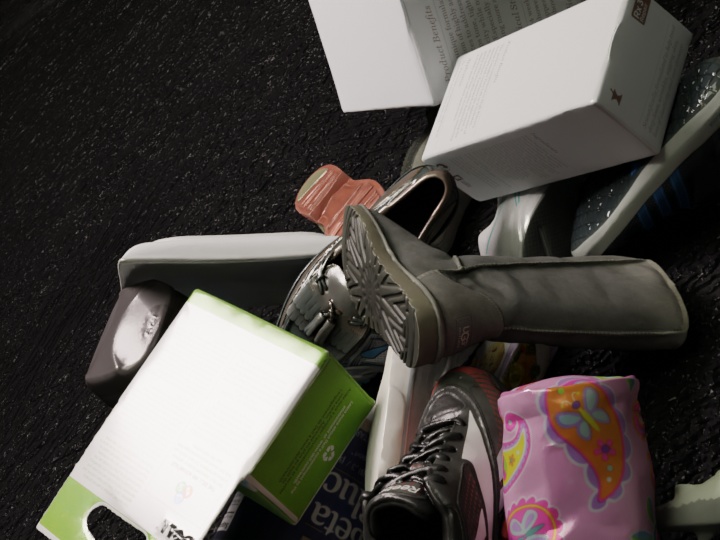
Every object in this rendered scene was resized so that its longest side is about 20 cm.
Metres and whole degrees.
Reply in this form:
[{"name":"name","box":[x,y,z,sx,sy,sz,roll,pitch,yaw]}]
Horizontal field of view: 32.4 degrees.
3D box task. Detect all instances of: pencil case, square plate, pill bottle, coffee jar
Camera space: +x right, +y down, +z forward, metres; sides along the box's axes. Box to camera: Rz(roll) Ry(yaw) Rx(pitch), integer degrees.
[{"name":"pencil case","box":[0.126,0.159,0.673,0.087,0.087,0.204,-17,75,39]},{"name":"square plate","box":[-0.105,0.001,1.043,0.200,0.195,0.029,131,135,-74]},{"name":"pill bottle","box":[-0.045,0.193,0.896,0.110,0.111,0.202,-1,55,49]},{"name":"coffee jar","box":[-0.128,0.099,1.011,0.085,0.200,0.105,-17,45,39]}]

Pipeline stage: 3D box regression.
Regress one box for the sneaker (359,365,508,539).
[{"name":"sneaker","box":[0.048,0.128,0.718,0.070,0.098,0.203,-24,39,34]}]

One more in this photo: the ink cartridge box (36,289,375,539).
[{"name":"ink cartridge box","box":[-0.108,0.132,0.853,0.147,0.076,0.201,21,71,41]}]

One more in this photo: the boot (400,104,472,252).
[{"name":"boot","box":[0.111,-0.109,1.072,0.129,0.068,0.202,-12,48,36]}]

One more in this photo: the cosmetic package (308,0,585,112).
[{"name":"cosmetic package","box":[0.076,-0.251,1.077,0.198,0.170,0.166,-25,15,-24]}]

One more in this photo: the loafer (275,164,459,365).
[{"name":"loafer","box":[0.000,0.000,0.927,0.201,0.072,0.063,-52,-2,-2]}]

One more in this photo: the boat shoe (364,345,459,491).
[{"name":"boat shoe","box":[0.048,0.085,0.867,0.201,0.067,0.073,-75,1,-50]}]

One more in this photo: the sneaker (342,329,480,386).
[{"name":"sneaker","box":[0.018,0.044,0.999,0.198,0.086,0.078,-18,44,40]}]

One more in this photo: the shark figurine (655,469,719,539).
[{"name":"shark figurine","box":[0.233,0.126,0.671,0.213,0.090,0.128,-31,2,13]}]

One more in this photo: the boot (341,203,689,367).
[{"name":"boot","box":[0.099,0.004,0.851,0.197,0.074,0.182,-9,37,-19]}]

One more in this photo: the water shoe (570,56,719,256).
[{"name":"water shoe","box":[0.223,-0.060,0.880,0.201,0.078,0.072,-53,16,46]}]

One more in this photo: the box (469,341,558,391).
[{"name":"box","box":[0.086,0.109,0.893,0.041,0.039,0.202,6,61,55]}]

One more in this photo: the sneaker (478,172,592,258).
[{"name":"sneaker","box":[0.151,-0.086,0.992,0.080,0.070,0.202,4,60,55]}]

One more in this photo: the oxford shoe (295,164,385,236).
[{"name":"oxford shoe","box":[0.007,-0.038,1.106,0.071,0.074,0.200,-48,29,4]}]

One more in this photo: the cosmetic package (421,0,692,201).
[{"name":"cosmetic package","box":[0.139,-0.124,0.908,0.199,0.074,0.103,-9,55,56]}]
